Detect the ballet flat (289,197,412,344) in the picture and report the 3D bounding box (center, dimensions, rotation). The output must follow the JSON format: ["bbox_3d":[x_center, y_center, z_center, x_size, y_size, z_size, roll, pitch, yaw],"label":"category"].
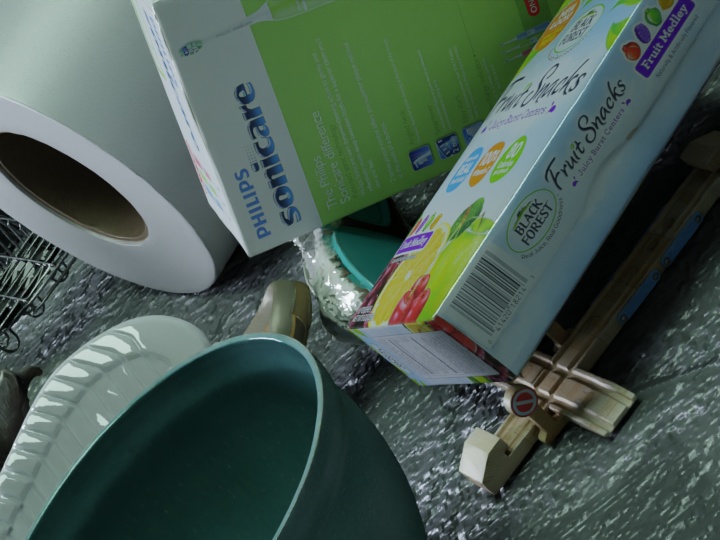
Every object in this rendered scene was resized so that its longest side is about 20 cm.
[{"bbox_3d":[0.000,0.000,1.461,0.072,0.072,0.200,-44,25,11],"label":"ballet flat"}]

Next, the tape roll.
[{"bbox_3d":[-0.134,-0.100,1.624,0.203,0.203,0.139,0,54,57],"label":"tape roll"}]

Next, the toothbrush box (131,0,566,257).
[{"bbox_3d":[0.000,-0.119,1.431,0.200,0.146,0.086,-25,26,-8],"label":"toothbrush box"}]

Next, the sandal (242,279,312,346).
[{"bbox_3d":[-0.087,0.086,1.437,0.200,0.054,0.080,-62,19,18],"label":"sandal"}]

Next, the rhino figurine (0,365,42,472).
[{"bbox_3d":[-0.221,0.133,1.587,0.060,0.087,0.200,6,52,24],"label":"rhino figurine"}]

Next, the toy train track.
[{"bbox_3d":[0.106,0.012,1.300,0.200,0.033,0.115,-52,27,-8],"label":"toy train track"}]

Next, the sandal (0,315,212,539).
[{"bbox_3d":[-0.152,0.111,1.538,0.203,0.082,0.050,-54,-16,-6],"label":"sandal"}]

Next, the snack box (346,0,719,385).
[{"bbox_3d":[0.083,-0.042,1.309,0.200,0.053,0.142,-56,12,-11],"label":"snack box"}]

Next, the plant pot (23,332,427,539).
[{"bbox_3d":[-0.045,0.146,1.241,0.200,0.134,0.200,-36,30,25],"label":"plant pot"}]

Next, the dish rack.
[{"bbox_3d":[-0.219,-0.011,1.805,0.200,0.055,0.153,8,62,57],"label":"dish rack"}]
